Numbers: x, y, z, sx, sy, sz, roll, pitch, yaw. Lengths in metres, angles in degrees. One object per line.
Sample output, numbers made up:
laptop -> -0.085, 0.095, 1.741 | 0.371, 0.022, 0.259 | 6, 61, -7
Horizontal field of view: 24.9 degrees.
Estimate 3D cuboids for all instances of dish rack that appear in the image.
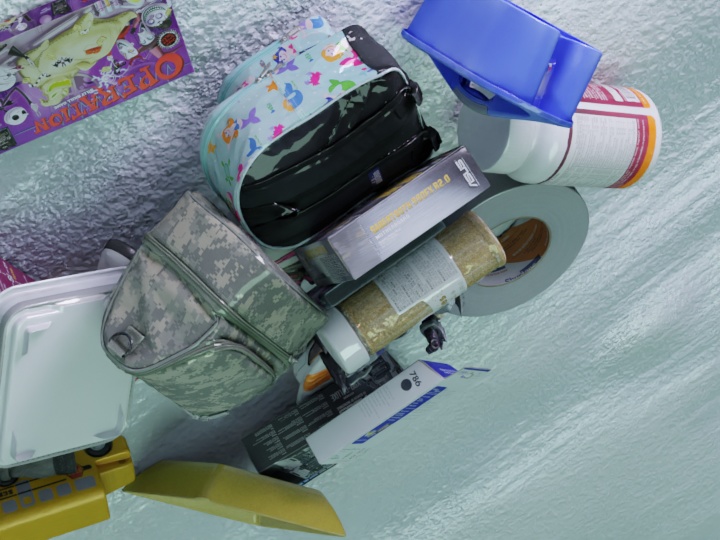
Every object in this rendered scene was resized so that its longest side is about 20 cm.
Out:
dish rack -> -0.279, 0.099, 1.549 | 0.171, 0.044, 0.200 | -11, 125, -37

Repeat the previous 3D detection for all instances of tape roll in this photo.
tape roll -> 0.150, -0.041, 1.806 | 0.200, 0.066, 0.200 | -17, 141, -15

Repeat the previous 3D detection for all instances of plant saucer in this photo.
plant saucer -> -0.143, 0.259, 1.883 | 0.200, 0.049, 0.200 | 20, 166, -32

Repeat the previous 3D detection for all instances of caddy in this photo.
caddy -> 0.127, -0.198, 1.525 | 0.141, 0.200, 0.105 | 16, 106, -43

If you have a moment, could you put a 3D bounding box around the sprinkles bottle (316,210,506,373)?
sprinkles bottle -> 0.049, 0.021, 1.639 | 0.200, 0.068, 0.068 | -35, 142, -6

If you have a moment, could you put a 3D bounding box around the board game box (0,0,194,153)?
board game box -> -0.254, -0.184, 1.432 | 0.200, 0.032, 0.120 | -25, 145, -6

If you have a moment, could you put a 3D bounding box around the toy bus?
toy bus -> -0.346, 0.251, 1.808 | 0.200, 0.078, 0.065 | -17, 140, -15

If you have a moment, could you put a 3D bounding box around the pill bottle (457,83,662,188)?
pill bottle -> 0.206, -0.143, 1.694 | 0.200, 0.110, 0.110 | 1, 132, -32

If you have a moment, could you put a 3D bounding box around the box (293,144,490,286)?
box -> 0.025, -0.049, 1.575 | 0.158, 0.048, 0.200 | -34, -176, -10

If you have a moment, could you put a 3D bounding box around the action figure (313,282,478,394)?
action figure -> 0.047, 0.046, 1.734 | 0.200, 0.069, 0.130 | -28, 132, -8

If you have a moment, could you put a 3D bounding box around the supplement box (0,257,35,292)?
supplement box -> -0.384, 0.052, 1.547 | 0.131, 0.103, 0.200 | -36, 142, 8

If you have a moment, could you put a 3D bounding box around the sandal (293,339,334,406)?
sandal -> -0.048, 0.101, 1.850 | 0.079, 0.059, 0.207 | -23, 163, -24

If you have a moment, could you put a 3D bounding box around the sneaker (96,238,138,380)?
sneaker -> -0.253, 0.065, 1.625 | 0.108, 0.067, 0.201 | -48, 160, -31

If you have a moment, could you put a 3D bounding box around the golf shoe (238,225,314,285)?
golf shoe -> -0.118, -0.018, 1.670 | 0.200, 0.073, 0.092 | -20, 126, -24

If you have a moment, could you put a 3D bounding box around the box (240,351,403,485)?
box -> -0.026, 0.179, 1.914 | 0.200, 0.050, 0.158 | -31, 161, 2

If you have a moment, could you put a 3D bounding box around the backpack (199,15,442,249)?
backpack -> -0.051, -0.123, 1.516 | 0.200, 0.151, 0.178 | -40, 148, -8

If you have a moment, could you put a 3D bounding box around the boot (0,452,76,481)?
boot -> -0.372, 0.163, 1.710 | 0.131, 0.070, 0.200 | -10, 133, -13

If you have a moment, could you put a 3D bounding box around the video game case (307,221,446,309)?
video game case -> 0.000, 0.000, 1.675 | 0.143, 0.019, 0.200 | -35, -176, -15

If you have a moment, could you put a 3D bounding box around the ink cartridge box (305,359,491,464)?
ink cartridge box -> 0.042, 0.146, 1.791 | 0.200, 0.039, 0.099 | -34, 164, 14

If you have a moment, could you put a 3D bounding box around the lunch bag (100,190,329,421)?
lunch bag -> -0.144, 0.047, 1.529 | 0.168, 0.139, 0.200 | -46, 156, -2
